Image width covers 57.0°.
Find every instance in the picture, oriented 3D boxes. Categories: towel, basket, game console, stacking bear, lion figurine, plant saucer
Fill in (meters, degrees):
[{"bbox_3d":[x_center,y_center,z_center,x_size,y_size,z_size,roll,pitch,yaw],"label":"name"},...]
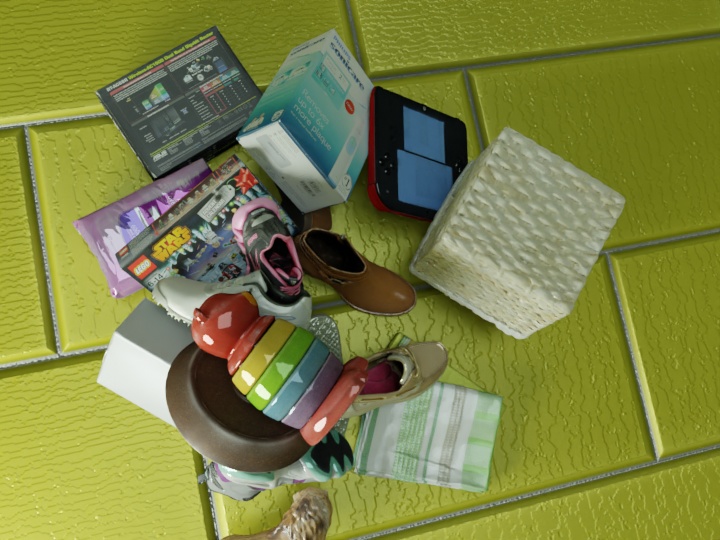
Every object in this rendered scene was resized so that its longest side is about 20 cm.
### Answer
[{"bbox_3d":[0.114,0.180,0.976,0.200,0.018,0.086,35,84,-4],"label":"towel"},{"bbox_3d":[0.205,-0.044,0.881,0.200,0.161,0.198,32,75,-2],"label":"basket"},{"bbox_3d":[0.089,-0.159,0.964,0.200,0.031,0.177,10,80,-42],"label":"game console"},{"bbox_3d":[0.098,0.232,0.948,0.200,0.031,0.149,11,88,-6],"label":"towel"},{"bbox_3d":[-0.103,0.098,0.763,0.200,0.121,0.114,37,93,-2],"label":"stacking bear"},{"bbox_3d":[-0.125,0.362,0.863,0.200,0.072,0.123,-17,118,-17],"label":"lion figurine"},{"bbox_3d":[-0.134,0.148,0.811,0.200,0.034,0.200,21,38,-18],"label":"plant saucer"}]

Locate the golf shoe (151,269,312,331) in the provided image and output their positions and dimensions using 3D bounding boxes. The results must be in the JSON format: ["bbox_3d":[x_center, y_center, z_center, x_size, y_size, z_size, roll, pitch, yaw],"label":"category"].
[{"bbox_3d":[-0.154,0.031,0.828,0.200,0.078,0.097,18,116,-8],"label":"golf shoe"}]

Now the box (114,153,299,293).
[{"bbox_3d":[-0.195,-0.038,0.869,0.200,0.040,0.137,-41,134,-1],"label":"box"}]

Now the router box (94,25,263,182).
[{"bbox_3d":[-0.248,-0.234,0.952,0.200,0.062,0.150,-33,88,-12],"label":"router box"}]

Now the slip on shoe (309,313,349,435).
[{"bbox_3d":[-0.056,0.157,0.931,0.074,0.061,0.200,-6,96,-17],"label":"slip on shoe"}]

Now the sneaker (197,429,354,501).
[{"bbox_3d":[-0.118,0.260,0.882,0.200,0.140,0.078,14,50,-36],"label":"sneaker"}]

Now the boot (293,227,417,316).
[{"bbox_3d":[0.000,0.000,0.911,0.200,0.155,0.077,31,78,-4],"label":"boot"}]

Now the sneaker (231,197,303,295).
[{"bbox_3d":[-0.106,0.005,0.866,0.079,0.200,0.095,-33,47,-19],"label":"sneaker"}]

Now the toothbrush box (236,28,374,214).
[{"bbox_3d":[-0.057,-0.202,0.902,0.146,0.085,0.200,49,46,-33],"label":"toothbrush box"}]

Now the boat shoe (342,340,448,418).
[{"bbox_3d":[0.048,0.140,0.899,0.200,0.069,0.074,-21,69,-30],"label":"boat shoe"}]

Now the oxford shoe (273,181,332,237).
[{"bbox_3d":[-0.086,-0.145,0.975,0.071,0.071,0.200,-4,79,-40],"label":"oxford shoe"}]

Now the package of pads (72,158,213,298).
[{"bbox_3d":[-0.274,-0.056,0.916,0.200,0.076,0.121,-29,90,-12],"label":"package of pads"}]

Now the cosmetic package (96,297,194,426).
[{"bbox_3d":[-0.229,0.139,0.867,0.200,0.113,0.081,33,36,-3],"label":"cosmetic package"}]
